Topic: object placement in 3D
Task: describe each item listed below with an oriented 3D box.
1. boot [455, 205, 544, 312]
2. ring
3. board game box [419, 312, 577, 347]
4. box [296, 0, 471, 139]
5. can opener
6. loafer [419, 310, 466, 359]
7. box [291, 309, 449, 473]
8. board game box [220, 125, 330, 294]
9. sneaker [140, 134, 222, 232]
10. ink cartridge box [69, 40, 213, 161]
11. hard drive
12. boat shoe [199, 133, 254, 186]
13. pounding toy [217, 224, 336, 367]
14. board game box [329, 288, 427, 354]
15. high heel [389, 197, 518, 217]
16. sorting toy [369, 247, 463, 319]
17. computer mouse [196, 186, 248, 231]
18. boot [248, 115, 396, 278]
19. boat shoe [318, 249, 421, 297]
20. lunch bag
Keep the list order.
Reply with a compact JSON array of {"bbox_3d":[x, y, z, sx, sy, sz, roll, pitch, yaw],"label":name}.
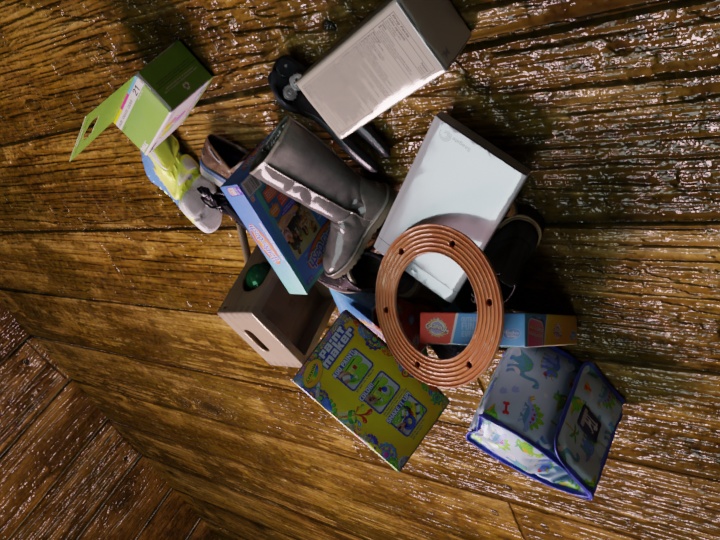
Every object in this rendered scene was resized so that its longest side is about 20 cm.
[{"bbox_3d":[0.160,0.022,0.890,0.076,0.139,0.202,28,138,5],"label":"boot"},{"bbox_3d":[0.096,0.044,0.839,0.197,0.019,0.207,8,102,43],"label":"ring"},{"bbox_3d":[0.193,0.080,0.915,0.150,0.042,0.198,-2,175,35],"label":"board game box"},{"bbox_3d":[0.022,-0.243,0.777,0.095,0.078,0.198,49,144,-18],"label":"box"},{"bbox_3d":[-0.040,-0.212,0.901,0.198,0.079,0.064,36,107,-4],"label":"can opener"},{"bbox_3d":[0.143,0.110,1.065,0.062,0.073,0.200,25,167,27],"label":"loafer"},{"bbox_3d":[0.013,0.166,0.990,0.191,0.123,0.200,39,178,1],"label":"box"},{"bbox_3d":[-0.101,-0.092,1.000,0.044,0.153,0.202,-1,131,41],"label":"board game box"},{"bbox_3d":[-0.324,-0.159,1.203,0.104,0.075,0.203,6,129,54],"label":"sneaker"},{"bbox_3d":[-0.328,-0.228,0.999,0.076,0.202,0.147,43,146,-13],"label":"ink cartridge box"},{"bbox_3d":[0.108,-0.074,0.840,0.131,0.027,0.203,35,125,13],"label":"hard drive"},{"bbox_3d":[-0.175,-0.153,1.065,0.196,0.073,0.073,24,137,12],"label":"boat shoe"},{"bbox_3d":[-0.161,0.035,1.196,0.140,0.187,0.201,-3,138,42],"label":"pounding toy"},{"bbox_3d":[0.038,0.100,1.141,0.151,0.041,0.202,26,154,32],"label":"board game box"},{"bbox_3d":[0.116,-0.069,0.900,0.142,0.071,0.202,39,137,8],"label":"high heel"},{"bbox_3d":[0.096,0.023,1.060,0.185,0.037,0.199,44,145,-11],"label":"sorting toy"},{"bbox_3d":[-0.173,-0.081,1.124,0.195,0.054,0.138,20,180,12],"label":"computer mouse"},{"bbox_3d":[-0.068,-0.095,0.939,0.196,0.073,0.184,21,114,-32],"label":"boot"},{"bbox_3d":[0.000,0.000,1.023,0.196,0.074,0.064,10,174,37],"label":"boat shoe"},{"bbox_3d":[0.282,0.216,1.000,0.197,0.172,0.129,30,149,10],"label":"lunch bag"}]
